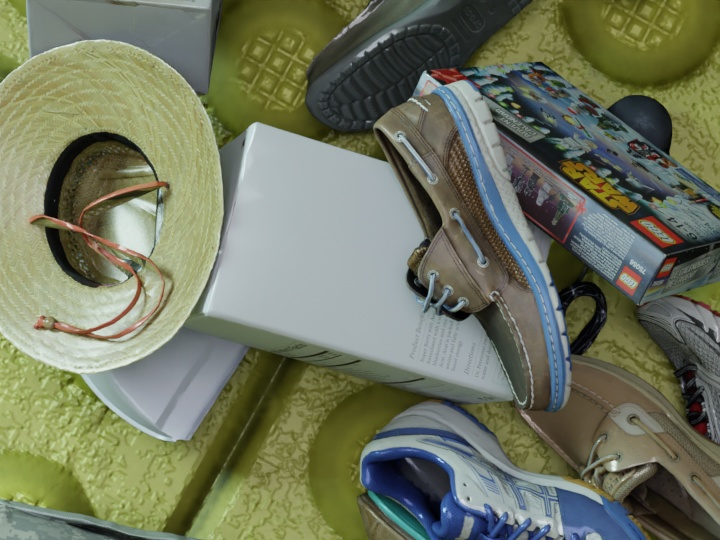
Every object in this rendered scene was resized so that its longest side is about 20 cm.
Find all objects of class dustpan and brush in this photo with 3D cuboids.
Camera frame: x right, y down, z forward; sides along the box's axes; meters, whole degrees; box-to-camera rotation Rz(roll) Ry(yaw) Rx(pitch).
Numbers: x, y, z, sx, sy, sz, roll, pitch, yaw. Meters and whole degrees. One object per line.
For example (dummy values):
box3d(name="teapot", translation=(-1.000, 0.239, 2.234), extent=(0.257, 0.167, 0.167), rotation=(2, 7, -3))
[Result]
box3d(name="dustpan and brush", translation=(-0.165, 0.009, 1.214), extent=(0.199, 0.057, 0.140), rotation=(34, 71, -3))

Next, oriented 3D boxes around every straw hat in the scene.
box3d(name="straw hat", translation=(-0.150, -0.034, 1.147), extent=(0.200, 0.085, 0.203), rotation=(-3, 83, 22))

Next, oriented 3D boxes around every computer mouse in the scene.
box3d(name="computer mouse", translation=(0.156, -0.025, 1.229), extent=(0.058, 0.034, 0.201), rotation=(21, 82, 1))

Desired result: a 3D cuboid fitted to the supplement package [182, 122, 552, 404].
box3d(name="supplement package", translation=(0.000, 0.000, 1.158), extent=(0.199, 0.120, 0.122), rotation=(17, 81, -13))

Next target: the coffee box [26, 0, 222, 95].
box3d(name="coffee box", translation=(-0.139, -0.215, 1.186), extent=(0.113, 0.080, 0.201), rotation=(6, 52, -2))

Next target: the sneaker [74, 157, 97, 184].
box3d(name="sneaker", translation=(-0.249, -0.091, 1.182), extent=(0.199, 0.131, 0.080), rotation=(-10, 80, -3))

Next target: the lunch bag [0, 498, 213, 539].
box3d(name="lunch bag", translation=(-0.184, 0.230, 1.131), extent=(0.199, 0.139, 0.169), rotation=(13, 82, 0))

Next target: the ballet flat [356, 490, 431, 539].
box3d(name="ballet flat", translation=(0.075, 0.213, 1.185), extent=(0.199, 0.068, 0.073), rotation=(27, 101, -1))

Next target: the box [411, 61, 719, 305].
box3d(name="box", translation=(0.140, -0.060, 1.153), extent=(0.200, 0.137, 0.040), rotation=(40, 120, 26))

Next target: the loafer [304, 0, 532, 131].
box3d(name="loafer", translation=(0.042, -0.170, 1.238), extent=(0.200, 0.075, 0.070), rotation=(-37, 47, -2))

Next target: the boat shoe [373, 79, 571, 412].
box3d(name="boat shoe", translation=(0.062, -0.006, 1.082), extent=(0.072, 0.072, 0.201), rotation=(-18, 80, -12))

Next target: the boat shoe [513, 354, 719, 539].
box3d(name="boat shoe", translation=(0.172, 0.119, 1.162), extent=(0.199, 0.072, 0.064), rotation=(30, 38, 25))

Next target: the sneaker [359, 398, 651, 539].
box3d(name="sneaker", translation=(0.086, 0.158, 1.144), extent=(0.199, 0.088, 0.076), rotation=(28, 119, 24))

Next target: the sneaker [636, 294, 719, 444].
box3d(name="sneaker", translation=(0.238, 0.101, 1.190), extent=(0.082, 0.078, 0.201), rotation=(-34, 84, -4))
